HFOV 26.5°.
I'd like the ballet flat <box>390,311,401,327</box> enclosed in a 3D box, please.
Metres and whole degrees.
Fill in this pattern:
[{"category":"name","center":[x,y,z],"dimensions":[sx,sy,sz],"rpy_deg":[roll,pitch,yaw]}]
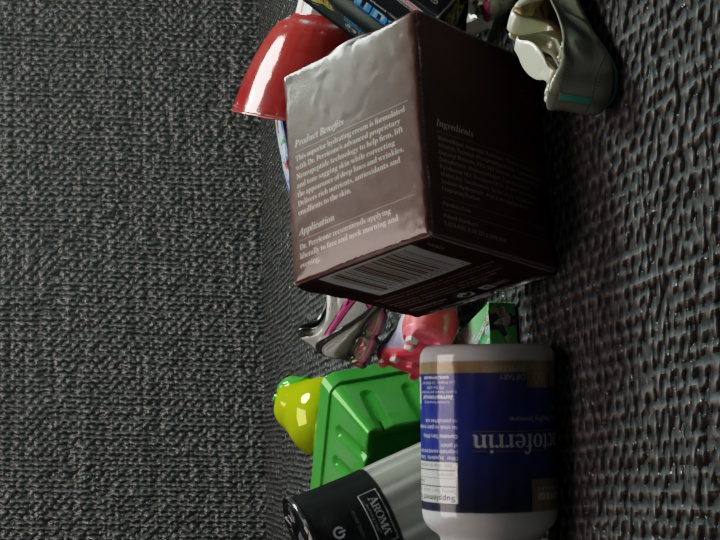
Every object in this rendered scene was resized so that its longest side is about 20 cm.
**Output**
[{"category":"ballet flat","center":[0.038,0.013,1.711],"dimensions":[0.057,0.066,0.200],"rpy_deg":[-34,72,33]}]

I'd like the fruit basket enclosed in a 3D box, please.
[{"category":"fruit basket","center":[-0.006,0.188,1.801],"dimensions":[0.216,0.155,0.216],"rpy_deg":[172,90,-67]}]

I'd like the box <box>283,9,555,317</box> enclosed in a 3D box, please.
[{"category":"box","center":[0.050,-0.084,1.316],"dimensions":[0.166,0.164,0.201],"rpy_deg":[-19,66,42]}]

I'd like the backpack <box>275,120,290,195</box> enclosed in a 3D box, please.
[{"category":"backpack","center":[-0.014,-0.143,1.795],"dimensions":[0.154,0.199,0.191],"rpy_deg":[106,159,-85]}]

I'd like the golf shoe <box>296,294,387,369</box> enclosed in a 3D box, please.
[{"category":"golf shoe","center":[0.000,0.000,1.586],"dimensions":[0.073,0.092,0.200],"rpy_deg":[-91,22,-79]}]

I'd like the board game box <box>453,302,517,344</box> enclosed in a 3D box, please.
[{"category":"board game box","center":[0.116,0.121,1.486],"dimensions":[0.200,0.029,0.135],"rpy_deg":[122,148,-72]}]

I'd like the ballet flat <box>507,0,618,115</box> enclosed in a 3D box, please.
[{"category":"ballet flat","center":[0.149,-0.189,1.206],"dimensions":[0.200,0.063,0.068],"rpy_deg":[-103,17,-53]}]

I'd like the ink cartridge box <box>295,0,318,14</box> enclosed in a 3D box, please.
[{"category":"ink cartridge box","center":[0.004,-0.302,1.798],"dimensions":[0.200,0.145,0.084],"rpy_deg":[116,154,-67]}]

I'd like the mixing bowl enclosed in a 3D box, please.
[{"category":"mixing bowl","center":[-0.029,-0.204,1.565],"dimensions":[0.200,0.199,0.109],"rpy_deg":[-136,52,-76]}]

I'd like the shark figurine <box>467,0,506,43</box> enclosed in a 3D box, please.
[{"category":"shark figurine","center":[0.093,-0.231,1.476],"dimensions":[0.214,0.128,0.090],"rpy_deg":[13,94,53]}]

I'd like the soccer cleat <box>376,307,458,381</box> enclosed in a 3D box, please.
[{"category":"soccer cleat","center":[0.063,0.062,1.564],"dimensions":[0.200,0.067,0.077],"rpy_deg":[117,173,-74]}]

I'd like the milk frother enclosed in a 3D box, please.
[{"category":"milk frother","center":[0.036,0.260,1.450],"dimensions":[0.200,0.188,0.181],"rpy_deg":[156,93,-75]}]

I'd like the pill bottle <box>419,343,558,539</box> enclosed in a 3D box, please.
[{"category":"pill bottle","center":[0.108,0.162,1.284],"dimensions":[0.116,0.115,0.201],"rpy_deg":[158,112,-79]}]

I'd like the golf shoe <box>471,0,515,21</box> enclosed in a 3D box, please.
[{"category":"golf shoe","center":[0.132,-0.265,1.272],"dimensions":[0.200,0.091,0.076],"rpy_deg":[88,166,-79]}]

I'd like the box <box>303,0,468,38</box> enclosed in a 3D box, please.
[{"category":"box","center":[0.007,-0.259,1.374],"dimensions":[0.046,0.200,0.159],"rpy_deg":[-47,-14,-14]}]
